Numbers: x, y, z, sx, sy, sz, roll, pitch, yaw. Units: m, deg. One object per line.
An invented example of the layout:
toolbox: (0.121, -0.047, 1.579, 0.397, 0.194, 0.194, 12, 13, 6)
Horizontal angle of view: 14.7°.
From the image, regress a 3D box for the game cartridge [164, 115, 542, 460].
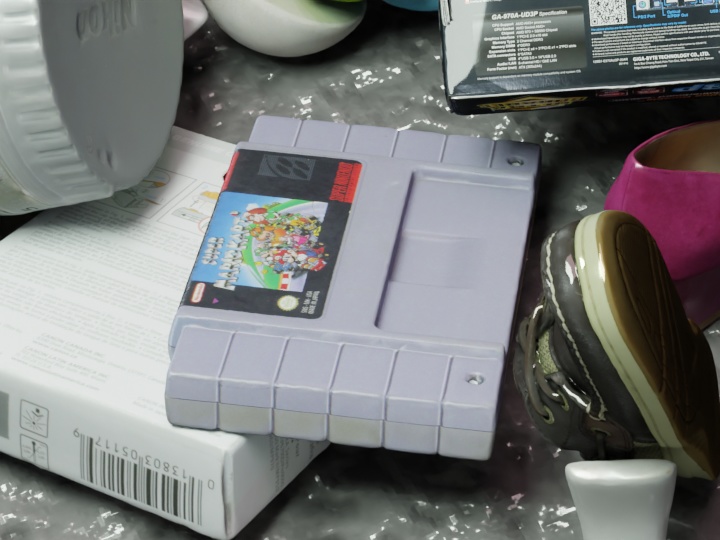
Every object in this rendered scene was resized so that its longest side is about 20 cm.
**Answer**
game cartridge: (0.000, 0.000, 1.107, 0.130, 0.038, 0.200, 10, 33, 3)

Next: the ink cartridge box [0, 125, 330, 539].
ink cartridge box: (-0.070, 0.019, 1.144, 0.162, 0.057, 0.200, 19, 31, 24)

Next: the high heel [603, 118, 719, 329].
high heel: (0.174, -0.057, 1.132, 0.067, 0.096, 0.200, 27, 56, 29)

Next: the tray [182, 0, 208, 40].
tray: (-0.158, -0.143, 1.289, 0.107, 0.022, 0.200, -39, 50, 0)

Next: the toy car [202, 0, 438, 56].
toy car: (0.009, -0.193, 1.266, 0.150, 0.175, 0.200, 14, 37, -30)

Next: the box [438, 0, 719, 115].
box: (0.128, -0.149, 1.116, 0.200, 0.046, 0.159, -5, 83, 5)

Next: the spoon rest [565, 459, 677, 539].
spoon rest: (0.093, 0.167, 0.968, 0.099, 0.061, 0.200, -1, 60, 8)

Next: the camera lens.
camera lens: (-0.193, -0.101, 1.163, 0.200, 0.160, 0.160, -3, 45, 20)

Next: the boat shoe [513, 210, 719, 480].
boat shoe: (0.087, 0.037, 1.000, 0.065, 0.200, 0.073, -10, 66, 13)
